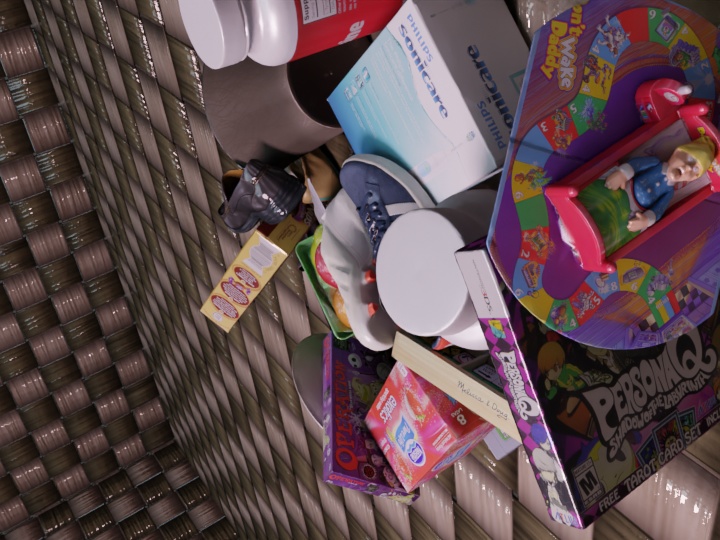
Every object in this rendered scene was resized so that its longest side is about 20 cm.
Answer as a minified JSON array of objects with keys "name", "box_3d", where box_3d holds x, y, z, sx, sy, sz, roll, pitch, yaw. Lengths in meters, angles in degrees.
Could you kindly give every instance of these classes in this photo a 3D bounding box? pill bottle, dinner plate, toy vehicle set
[{"name":"pill bottle","box_3d":[-0.053,-0.248,0.699,0.112,0.198,0.113,46,150,36]},{"name":"dinner plate","box_3d":[-0.001,0.154,1.028,0.024,0.199,0.201,-50,64,30]},{"name":"toy vehicle set","box_3d":[0.139,0.094,0.683,0.199,0.123,0.027,31,120,35]},{"name":"pill bottle","box_3d":[0.107,-0.002,0.582,0.110,0.199,0.113,2,93,44]}]

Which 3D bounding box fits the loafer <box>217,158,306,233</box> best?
[{"name":"loafer","box_3d":[-0.134,-0.095,0.954,0.072,0.073,0.199,41,157,-20]}]

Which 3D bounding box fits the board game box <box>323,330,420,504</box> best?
[{"name":"board game box","box_3d":[0.011,0.173,0.962,0.032,0.119,0.202,-55,27,40]}]

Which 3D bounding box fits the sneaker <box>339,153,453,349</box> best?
[{"name":"sneaker","box_3d":[0.033,-0.017,0.693,0.200,0.084,0.075,48,155,20]}]

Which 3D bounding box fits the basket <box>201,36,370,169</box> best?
[{"name":"basket","box_3d":[-0.077,-0.204,0.884,0.199,0.135,0.183,3,108,59]}]

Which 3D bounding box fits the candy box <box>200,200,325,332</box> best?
[{"name":"candy box","box_3d":[-0.134,-0.014,1.072,0.056,0.117,0.200,37,133,-3]}]

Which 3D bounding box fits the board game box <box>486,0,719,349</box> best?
[{"name":"board game box","box_3d":[0.159,-0.054,0.441,0.039,0.156,0.203,-164,87,-74]}]

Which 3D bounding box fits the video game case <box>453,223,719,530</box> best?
[{"name":"video game case","box_3d":[0.171,0.032,0.511,0.036,0.199,0.183,-4,109,62]}]

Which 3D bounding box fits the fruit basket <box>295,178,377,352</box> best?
[{"name":"fruit basket","box_3d":[-0.010,-0.001,0.934,0.187,0.093,0.200,64,170,12]}]

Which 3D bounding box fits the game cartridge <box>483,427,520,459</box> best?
[{"name":"game cartridge","box_3d":[0.150,0.113,0.835,0.134,0.040,0.201,60,156,19]}]

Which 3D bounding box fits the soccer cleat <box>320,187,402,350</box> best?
[{"name":"soccer cleat","box_3d":[0.000,0.000,0.766,0.077,0.069,0.202,-39,41,32]}]

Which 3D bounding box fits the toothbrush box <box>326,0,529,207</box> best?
[{"name":"toothbrush box","box_3d":[0.066,-0.139,0.698,0.148,0.085,0.200,62,157,1]}]

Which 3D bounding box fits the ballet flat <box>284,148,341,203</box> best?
[{"name":"ballet flat","box_3d":[-0.097,-0.168,1.037,0.201,0.063,0.069,54,153,25]}]

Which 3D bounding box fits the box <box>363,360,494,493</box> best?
[{"name":"box","box_3d":[0.082,0.149,0.850,0.100,0.095,0.201,55,155,19]}]

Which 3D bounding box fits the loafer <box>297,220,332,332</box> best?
[{"name":"loafer","box_3d":[-0.056,-0.005,1.108,0.201,0.063,0.072,59,157,14]}]
